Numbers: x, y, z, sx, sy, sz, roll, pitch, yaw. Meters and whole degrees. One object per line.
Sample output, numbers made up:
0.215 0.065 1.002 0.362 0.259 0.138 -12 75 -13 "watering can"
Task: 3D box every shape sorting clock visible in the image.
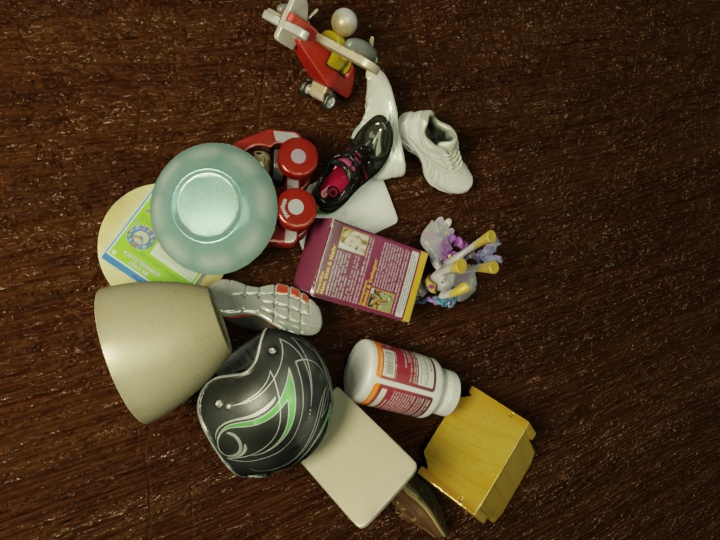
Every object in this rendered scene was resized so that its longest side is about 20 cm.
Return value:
-0.309 -0.036 0.895 0.197 0.039 0.203 0 89 -26 "shape sorting clock"

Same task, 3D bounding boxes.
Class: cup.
-0.269 0.096 0.813 0.142 0.200 0.203 -21 98 -10 "cup"

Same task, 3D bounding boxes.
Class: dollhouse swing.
0.241 0.379 1.139 0.181 0.176 0.201 31 75 22 "dollhouse swing"

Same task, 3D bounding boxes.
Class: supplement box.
0.000 0.000 0.987 0.198 0.103 0.133 19 88 -26 "supplement box"

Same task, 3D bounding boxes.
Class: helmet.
-0.133 0.198 0.864 0.189 0.200 0.202 -29 102 -2 "helmet"

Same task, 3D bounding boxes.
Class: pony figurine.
0.168 -0.007 1.041 0.193 0.199 0.168 -39 98 -34 "pony figurine"

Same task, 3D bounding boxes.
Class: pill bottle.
0.078 0.202 1.024 0.198 0.113 0.115 19 83 -22 "pill bottle"

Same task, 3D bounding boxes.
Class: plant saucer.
-0.226 -0.095 0.848 0.198 0.039 0.204 0 88 2 "plant saucer"

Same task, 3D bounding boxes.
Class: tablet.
-0.033 -0.110 1.029 0.198 0.014 0.132 -27 100 -22 "tablet"

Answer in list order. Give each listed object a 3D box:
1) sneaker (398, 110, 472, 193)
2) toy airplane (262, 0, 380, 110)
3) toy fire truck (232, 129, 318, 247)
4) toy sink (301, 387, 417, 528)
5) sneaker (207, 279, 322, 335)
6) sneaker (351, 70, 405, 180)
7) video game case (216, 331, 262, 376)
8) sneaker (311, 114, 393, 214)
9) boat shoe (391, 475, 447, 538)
0.155 -0.219 1.059 0.200 0.099 0.078 41 72 -25 "sneaker"
-0.063 -0.377 0.915 0.200 0.199 0.142 42 85 -16 "toy airplane"
-0.159 -0.134 0.920 0.165 0.112 0.203 3 81 -13 "toy fire truck"
-0.009 0.320 0.933 0.130 0.199 0.113 -42 144 -18 "toy sink"
-0.162 0.067 0.939 0.197 0.082 0.078 17 62 -12 "sneaker"
0.023 -0.265 1.025 0.087 0.075 0.203 -11 88 -3 "sneaker"
-0.144 0.207 0.979 0.143 0.018 0.202 -35 103 -20 "video game case"
-0.010 -0.179 0.965 0.076 0.084 0.201 36 90 -2 "sneaker"
0.098 0.437 1.065 0.067 0.072 0.201 -30 113 13 "boat shoe"
